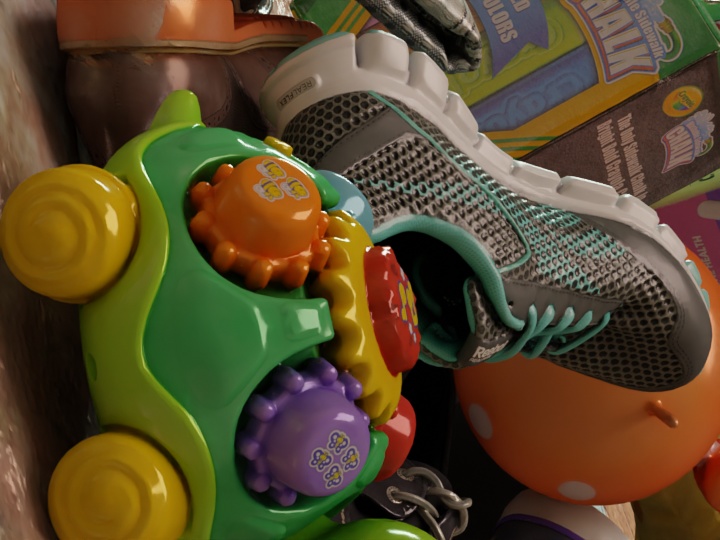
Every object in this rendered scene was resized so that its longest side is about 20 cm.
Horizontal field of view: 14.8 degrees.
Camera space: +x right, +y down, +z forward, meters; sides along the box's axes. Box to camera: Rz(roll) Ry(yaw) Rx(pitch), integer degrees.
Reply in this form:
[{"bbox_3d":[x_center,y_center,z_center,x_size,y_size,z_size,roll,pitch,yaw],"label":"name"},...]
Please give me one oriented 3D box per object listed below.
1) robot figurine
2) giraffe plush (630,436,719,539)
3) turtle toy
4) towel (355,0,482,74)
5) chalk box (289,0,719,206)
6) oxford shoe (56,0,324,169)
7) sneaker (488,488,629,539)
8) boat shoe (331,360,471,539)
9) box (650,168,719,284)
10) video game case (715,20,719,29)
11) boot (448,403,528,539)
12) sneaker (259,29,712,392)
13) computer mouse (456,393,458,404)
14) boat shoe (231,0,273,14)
[{"bbox_3d":[0.095,0.034,1.125,0.200,0.116,0.145,2,77,-84],"label":"robot figurine"},{"bbox_3d":[0.192,0.149,1.313,0.200,0.172,0.163,44,27,-37],"label":"giraffe plush"},{"bbox_3d":[-0.029,0.043,0.822,0.146,0.100,0.202,1,78,-78],"label":"turtle toy"},{"bbox_3d":[-0.046,-0.174,1.006,0.200,0.035,0.193,38,14,-34],"label":"towel"},{"bbox_3d":[0.090,-0.096,1.228,0.124,0.199,0.125,60,-3,23],"label":"chalk box"},{"bbox_3d":[-0.059,-0.056,0.979,0.200,0.071,0.074,-2,92,-73],"label":"oxford shoe"},{"bbox_3d":[0.095,0.204,1.154,0.200,0.080,0.147,49,54,-26],"label":"sneaker"},{"bbox_3d":[0.008,0.082,1.051,0.200,0.062,0.073,-89,157,-62],"label":"boat shoe"},{"bbox_3d":[0.122,0.015,1.372,0.097,0.199,0.176,-95,163,-49],"label":"box"},{"bbox_3d":[0.116,-0.086,1.497,0.045,0.199,0.182,64,11,-64],"label":"video game case"},{"bbox_3d":[0.079,0.156,1.316,0.174,0.069,0.202,47,33,-72],"label":"boot"},{"bbox_3d":[0.043,0.004,0.954,0.199,0.077,0.092,30,41,-28],"label":"sneaker"},{"bbox_3d":[0.000,0.000,1.197,0.200,0.046,0.141,68,-3,-85],"label":"computer mouse"},{"bbox_3d":[-0.057,-0.121,1.056,0.200,0.063,0.071,18,54,-77],"label":"boat shoe"}]
